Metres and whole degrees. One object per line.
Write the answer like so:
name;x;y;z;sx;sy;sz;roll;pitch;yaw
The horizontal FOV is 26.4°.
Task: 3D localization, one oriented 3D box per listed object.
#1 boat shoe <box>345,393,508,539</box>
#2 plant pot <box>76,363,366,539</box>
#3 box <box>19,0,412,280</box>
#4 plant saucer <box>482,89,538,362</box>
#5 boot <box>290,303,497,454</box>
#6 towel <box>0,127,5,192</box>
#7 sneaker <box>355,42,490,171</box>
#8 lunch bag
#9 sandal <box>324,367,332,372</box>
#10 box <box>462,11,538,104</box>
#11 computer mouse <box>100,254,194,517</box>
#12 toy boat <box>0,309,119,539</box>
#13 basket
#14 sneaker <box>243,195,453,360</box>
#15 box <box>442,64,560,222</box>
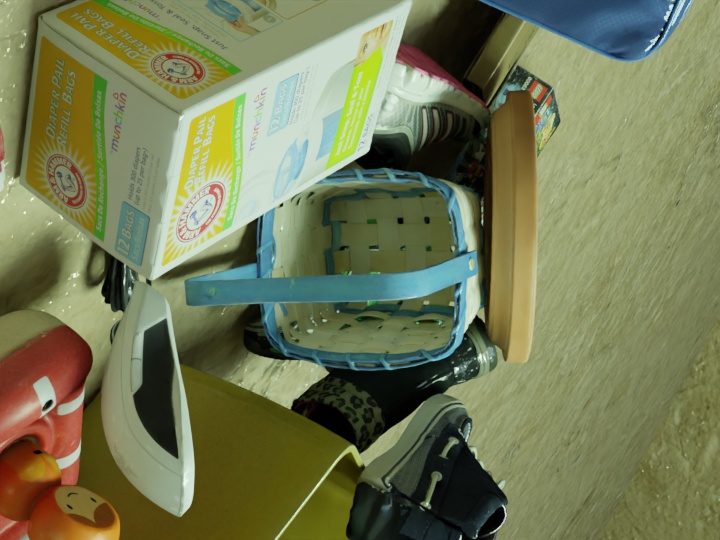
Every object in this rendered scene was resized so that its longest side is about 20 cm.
boat shoe;0.065;0.152;1.077;0.200;0.092;0.075;-38;144;-63
plant pot;-0.118;0.173;1.063;0.200;0.176;0.200;-50;160;-12
box;-0.078;-0.099;0.842;0.200;0.101;0.113;-34;151;-45
plant saucer;0.109;-0.033;1.139;0.200;0.032;0.202;1;90;-89
boot;-0.007;0.084;1.222;0.153;0.203;0.074;-31;109;-33
towel;-0.221;-0.068;0.682;0.144;0.023;0.201;-41;156;-33
sneaker;0.029;-0.112;1.117;0.088;0.074;0.200;-54;161;12
lunch bag;0.134;-0.235;0.993;0.132;0.199;0.137;-57;169;-60
sandal;0.030;0.018;1.347;0.075;0.048;0.201;-26;146;-53
box;0.141;-0.217;1.213;0.201;0.021;0.163;-58;175;0
computer mouse;-0.130;0.046;0.876;0.044;0.201;0.110;-4;145;-16
toy boat;-0.192;0.123;0.882;0.130;0.130;0.201;-39;154;-39
basket;0.000;0.000;1.054;0.200;0.175;0.140;-8;97;-61
sneaker;-0.017;0.003;1.211;0.200;0.078;0.086;-36;117;-29
box;0.120;-0.096;1.338;0.137;0.038;0.200;-57;171;4
